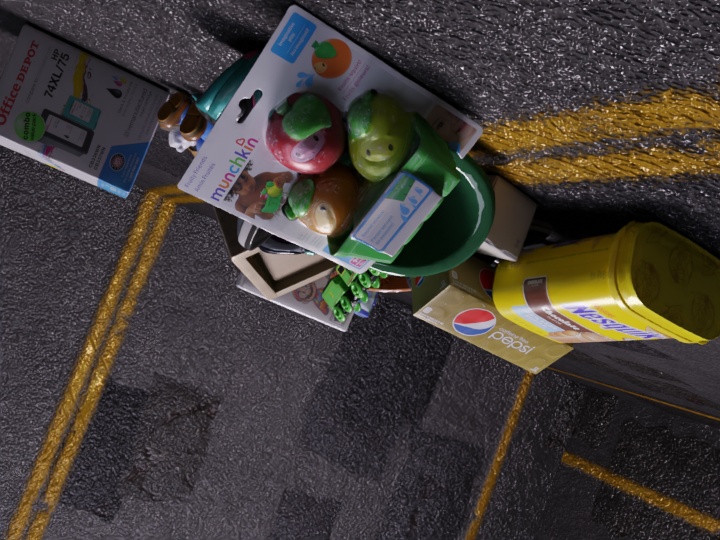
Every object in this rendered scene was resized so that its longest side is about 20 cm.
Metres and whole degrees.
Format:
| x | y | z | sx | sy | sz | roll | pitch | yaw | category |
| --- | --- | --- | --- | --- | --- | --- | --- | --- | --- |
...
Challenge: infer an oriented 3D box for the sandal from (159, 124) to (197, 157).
| x | y | z | sx | sy | sz | roll | pitch | yaw | category |
| --- | --- | --- | --- | --- | --- | --- | --- | --- | --- |
| -0.208 | -0.175 | 1.240 | 0.197 | 0.055 | 0.082 | 24 | 175 | -13 | sandal |

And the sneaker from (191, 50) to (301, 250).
| x | y | z | sx | sy | sz | roll | pitch | yaw | category |
| --- | --- | --- | --- | --- | --- | --- | --- | --- | --- |
| -0.108 | -0.123 | 0.790 | 0.120 | 0.202 | 0.083 | 36 | -143 | 12 | sneaker |

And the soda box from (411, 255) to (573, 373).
| x | y | z | sx | sy | sz | roll | pitch | yaw | category |
| --- | --- | --- | --- | --- | --- | --- | --- | --- | --- |
| 0.154 | 0.047 | 0.968 | 0.198 | 0.065 | 0.068 | 25 | 133 | -28 | soda box |

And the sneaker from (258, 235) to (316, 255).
| x | y | z | sx | sy | sz | roll | pitch | yaw | category |
| --- | --- | --- | --- | --- | --- | --- | --- | --- | --- |
| -0.016 | -0.058 | 0.907 | 0.196 | 0.089 | 0.074 | 3 | -176 | 0 | sneaker |

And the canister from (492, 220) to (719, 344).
| x | y | z | sx | sy | sz | roll | pitch | yaw | category |
| --- | --- | --- | --- | --- | --- | --- | --- | --- | --- |
| 0.251 | 0.021 | 0.863 | 0.147 | 0.088 | 0.199 | 23 | 162 | -27 | canister |

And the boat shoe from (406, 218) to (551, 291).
| x | y | z | sx | sy | sz | roll | pitch | yaw | category |
| --- | --- | --- | --- | --- | --- | --- | --- | --- | --- |
| 0.136 | -0.019 | 0.996 | 0.197 | 0.063 | 0.074 | -15 | 165 | 28 | boat shoe |

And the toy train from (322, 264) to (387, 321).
| x | y | z | sx | sy | sz | roll | pitch | yaw | category |
| --- | --- | --- | --- | --- | --- | --- | --- | --- | --- |
| 0.000 | 0.000 | 1.033 | 0.057 | 0.041 | 0.200 | 53 | 147 | 12 | toy train |

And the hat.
| x | y | z | sx | sy | sz | roll | pitch | yaw | category |
| --- | --- | --- | --- | --- | --- | --- | --- | --- | --- |
| 0.036 | -0.118 | 0.859 | 0.198 | 0.166 | 0.178 | 30 | -146 | -23 | hat |

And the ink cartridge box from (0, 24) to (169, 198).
| x | y | z | sx | sy | sz | roll | pitch | yaw | category |
| --- | --- | --- | --- | --- | --- | --- | --- | --- | --- |
| -0.382 | -0.207 | 1.129 | 0.197 | 0.149 | 0.146 | 23 | 176 | -17 | ink cartridge box |

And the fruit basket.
| x | y | z | sx | sy | sz | roll | pitch | yaw | category |
| --- | --- | --- | --- | --- | --- | --- | --- | --- | --- |
| -0.023 | -0.091 | 0.693 | 0.198 | 0.186 | 0.095 | 23 | -149 | -33 | fruit basket |

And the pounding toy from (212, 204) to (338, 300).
| x | y | z | sx | sy | sz | roll | pitch | yaw | category |
| --- | --- | --- | --- | --- | --- | --- | --- | --- | --- |
| -0.097 | -0.065 | 1.062 | 0.200 | 0.181 | 0.144 | 61 | -174 | -67 | pounding toy |

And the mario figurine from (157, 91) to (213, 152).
| x | y | z | sx | sy | sz | roll | pitch | yaw | category |
| --- | --- | --- | --- | --- | --- | --- | --- | --- | --- |
| -0.192 | -0.146 | 1.129 | 0.200 | 0.105 | 0.125 | 40 | -153 | -53 | mario figurine |

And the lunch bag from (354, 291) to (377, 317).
| x | y | z | sx | sy | sz | roll | pitch | yaw | category |
| --- | --- | --- | --- | --- | --- | --- | --- | --- | --- |
| -0.048 | -0.039 | 1.311 | 0.197 | 0.173 | 0.127 | 21 | 176 | -14 | lunch bag |

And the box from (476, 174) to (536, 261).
| x | y | z | sx | sy | sz | roll | pitch | yaw | category |
| --- | --- | --- | --- | --- | --- | --- | --- | --- | --- |
| 0.094 | -0.070 | 0.938 | 0.082 | 0.069 | 0.198 | 27 | 173 | -40 | box |

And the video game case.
| x | y | z | sx | sy | sz | roll | pitch | yaw | category |
| --- | --- | --- | --- | --- | --- | --- | --- | --- | --- |
| -0.064 | -0.036 | 1.228 | 0.180 | 0.203 | 0.024 | 23 | 180 | -16 | video game case |

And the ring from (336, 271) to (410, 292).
| x | y | z | sx | sy | sz | roll | pitch | yaw | category |
| --- | --- | --- | --- | --- | --- | --- | --- | --- | --- |
| 0.060 | -0.028 | 1.149 | 0.196 | 0.020 | 0.201 | -7 | -152 | 4 | ring |

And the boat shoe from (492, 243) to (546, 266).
| x | y | z | sx | sy | sz | roll | pitch | yaw | category |
| --- | --- | --- | --- | --- | --- | --- | --- | --- | --- |
| 0.154 | -0.031 | 1.067 | 0.197 | 0.072 | 0.072 | 23 | 175 | -4 | boat shoe |
